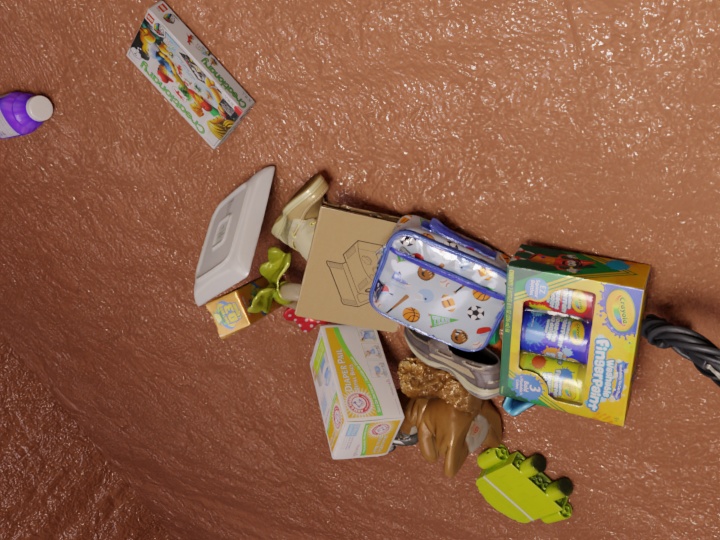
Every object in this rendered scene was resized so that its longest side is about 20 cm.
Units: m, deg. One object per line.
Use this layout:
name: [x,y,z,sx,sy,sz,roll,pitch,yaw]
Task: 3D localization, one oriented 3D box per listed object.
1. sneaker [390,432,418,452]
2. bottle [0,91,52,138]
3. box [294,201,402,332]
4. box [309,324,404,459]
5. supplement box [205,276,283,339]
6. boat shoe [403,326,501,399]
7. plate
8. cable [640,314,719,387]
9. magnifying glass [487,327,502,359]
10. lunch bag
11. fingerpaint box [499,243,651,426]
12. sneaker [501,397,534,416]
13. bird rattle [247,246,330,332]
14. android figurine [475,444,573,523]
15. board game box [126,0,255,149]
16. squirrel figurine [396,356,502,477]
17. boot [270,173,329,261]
sneaker: [0.060,0.317,1.495,0.199,0.075,0.116,13,141,48]
bottle: [-0.678,-0.310,1.517,0.199,0.065,0.084,1,129,42]
box: [0.000,0.000,1.145,0.163,0.021,0.201,11,124,-8]
box: [-0.010,0.201,1.295,0.113,0.101,0.201,108,153,-43]
supplement box: [-0.190,0.055,1.327,0.069,0.200,0.067,-22,94,19]
boat shoe: [0.149,0.117,1.184,0.200,0.074,0.074,31,134,37]
plate: [-0.214,-0.058,1.247,0.032,0.201,0.199,24,152,-26]
cable: [0.394,0.106,0.882,0.163,0.051,0.200,30,-173,6]
magnifying glass: [0.195,0.091,1.171,0.079,0.022,0.201,0,126,43]
lunch bag: [0.112,0.015,1.075,0.199,0.076,0.161,23,126,2]
fingerpaint box: [0.271,0.083,0.985,0.166,0.073,0.201,12,120,24]
sneaker: [0.274,0.151,1.105,0.073,0.082,0.200,39,143,7]
bird rattle: [-0.089,0.057,1.280,0.162,0.113,0.200,8,157,36]
android figurine: [0.288,0.390,1.375,0.182,0.041,0.200,40,144,2]
board game box: [-0.262,-0.295,1.175,0.200,0.035,0.126,47,144,-8]
squirrel figurine: [0.124,0.222,1.303,0.186,0.141,0.201,19,125,44]
boot: [-0.053,-0.055,1.195,0.155,0.073,0.200,44,151,-1]
